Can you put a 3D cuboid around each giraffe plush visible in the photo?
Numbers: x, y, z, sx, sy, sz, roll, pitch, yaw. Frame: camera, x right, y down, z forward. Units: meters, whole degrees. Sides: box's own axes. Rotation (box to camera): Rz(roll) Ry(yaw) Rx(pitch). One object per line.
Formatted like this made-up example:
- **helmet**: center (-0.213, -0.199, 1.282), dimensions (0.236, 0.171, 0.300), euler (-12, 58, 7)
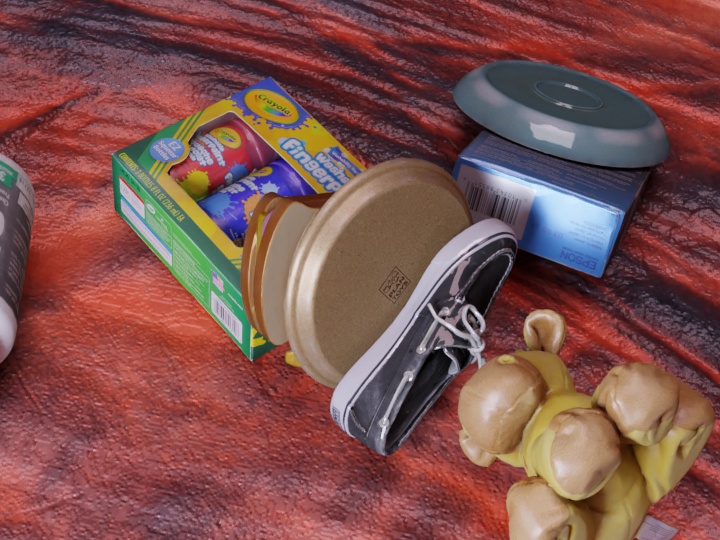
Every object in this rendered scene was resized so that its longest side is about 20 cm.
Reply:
- **giraffe plush**: center (0.139, 0.113, 1.105), dimensions (0.172, 0.200, 0.162), euler (-42, 56, -6)

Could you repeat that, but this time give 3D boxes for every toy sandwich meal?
- **toy sandwich meal**: center (0.000, 0.000, 1.187), dimensions (0.204, 0.207, 0.070), euler (-30, 38, -28)

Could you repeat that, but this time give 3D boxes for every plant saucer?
- **plant saucer**: center (0.180, -0.144, 1.369), dimensions (0.198, 0.028, 0.201), euler (13, 24, -6)

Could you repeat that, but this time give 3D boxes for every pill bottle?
- **pill bottle**: center (-0.311, 0.010, 1.181), dimensions (0.112, 0.114, 0.201), euler (1, 49, -5)

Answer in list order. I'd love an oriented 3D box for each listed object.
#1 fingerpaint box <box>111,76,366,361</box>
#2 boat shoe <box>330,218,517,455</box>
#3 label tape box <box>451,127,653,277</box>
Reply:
- **fingerpaint box**: center (-0.082, -0.049, 1.281), dimensions (0.166, 0.074, 0.200), euler (-29, 58, -27)
- **boat shoe**: center (0.063, 0.050, 1.164), dimensions (0.068, 0.074, 0.199), euler (31, 71, 38)
- **label tape box**: center (0.166, -0.075, 1.325), dimensions (0.143, 0.064, 0.200), euler (21, 25, 12)
